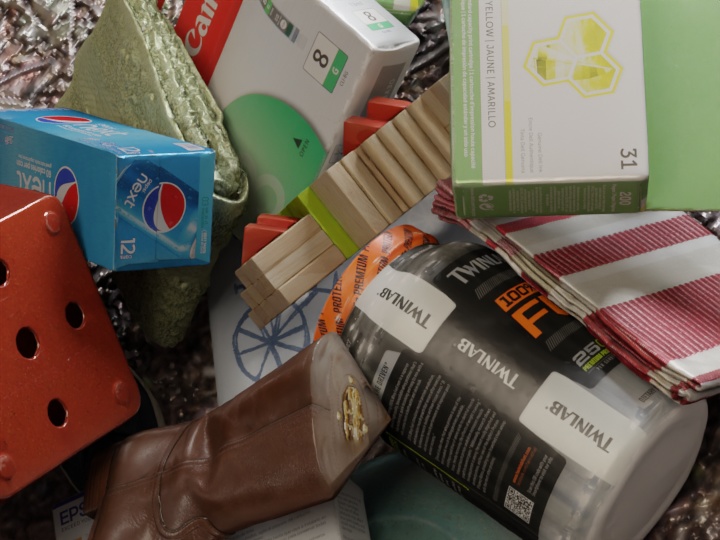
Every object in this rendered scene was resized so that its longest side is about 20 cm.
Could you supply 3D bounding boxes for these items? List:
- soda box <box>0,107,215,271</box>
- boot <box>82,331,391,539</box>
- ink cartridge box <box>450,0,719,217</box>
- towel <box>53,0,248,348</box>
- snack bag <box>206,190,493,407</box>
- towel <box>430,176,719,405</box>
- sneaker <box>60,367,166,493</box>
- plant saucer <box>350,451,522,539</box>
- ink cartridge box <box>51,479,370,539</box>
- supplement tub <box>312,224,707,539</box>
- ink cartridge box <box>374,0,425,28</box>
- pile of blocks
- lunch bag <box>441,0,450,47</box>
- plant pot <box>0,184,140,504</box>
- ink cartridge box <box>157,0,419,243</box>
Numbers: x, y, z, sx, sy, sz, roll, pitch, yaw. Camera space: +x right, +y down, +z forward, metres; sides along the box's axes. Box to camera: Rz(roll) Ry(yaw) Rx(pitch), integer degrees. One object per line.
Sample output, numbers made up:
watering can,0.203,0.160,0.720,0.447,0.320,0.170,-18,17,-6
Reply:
soda box,-0.159,-0.050,1.607,0.200,0.064,0.068,19,109,58
boot,-0.069,0.143,1.486,0.200,0.064,0.187,-24,57,34
ink cartridge box,0.148,-0.102,1.482,0.199,0.048,0.146,-2,65,4
towel,-0.131,-0.067,1.656,0.200,0.036,0.149,62,141,34
snack bag,0.000,0.000,1.635,0.200,0.021,0.189,-14,67,16
towel,0.151,0.000,1.511,0.200,0.144,0.023,40,126,30
sneaker,-0.183,0.056,1.659,0.075,0.085,0.200,-35,61,9
plant saucer,0.024,0.191,1.542,0.201,0.039,0.202,-9,68,22
ink cartridge box,-0.079,0.195,1.552,0.196,0.043,0.200,-24,58,26
supplement tub,0.079,0.066,1.505,0.200,0.123,0.123,34,87,22
ink cartridge box,0.016,-0.217,1.620,0.048,0.200,0.146,4,67,-15
pile of blocks,0.002,-0.053,1.553,0.200,0.082,0.062,-38,90,-2
lunch bag,0.119,-0.180,1.613,0.160,0.077,0.200,-14,66,16
plant pot,-0.245,0.056,1.545,0.176,0.200,0.200,-13,103,38
ink cartridge box,-0.071,-0.124,1.625,0.200,0.050,0.161,42,124,25
